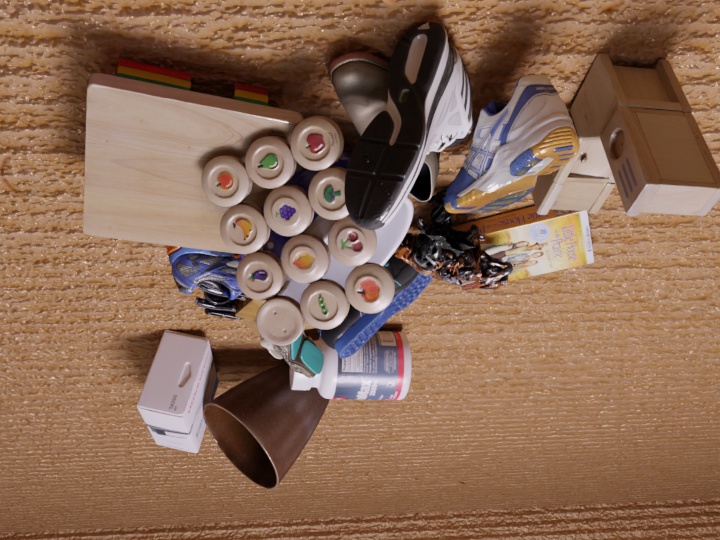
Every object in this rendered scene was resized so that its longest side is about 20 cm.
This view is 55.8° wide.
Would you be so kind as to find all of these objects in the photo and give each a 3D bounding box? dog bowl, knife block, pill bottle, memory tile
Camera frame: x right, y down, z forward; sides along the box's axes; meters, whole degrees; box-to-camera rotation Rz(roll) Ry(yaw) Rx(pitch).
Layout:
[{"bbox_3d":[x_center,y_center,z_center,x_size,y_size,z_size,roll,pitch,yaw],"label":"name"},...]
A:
[{"bbox_3d":[-0.037,-0.037,0.783,0.200,0.079,0.200,-37,160,-16],"label":"dog bowl"},{"bbox_3d":[-0.134,0.027,0.990,0.198,0.065,0.176,-8,150,7],"label":"knife block"},{"bbox_3d":[-0.020,0.163,1.180,0.198,0.121,0.120,3,149,-11],"label":"pill bottle"},{"bbox_3d":[-0.062,-0.035,0.669,0.152,0.202,0.017,-19,-171,13],"label":"memory tile"}]

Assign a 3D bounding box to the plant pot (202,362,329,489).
[{"bbox_3d":[-0.146,0.252,1.228,0.200,0.187,0.187,-39,169,-34],"label":"plant pot"}]

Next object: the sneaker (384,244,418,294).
[{"bbox_3d":[0.000,0.000,0.920,0.199,0.075,0.080,-25,130,-15],"label":"sneaker"}]

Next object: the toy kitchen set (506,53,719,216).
[{"bbox_3d":[0.226,-0.093,0.716,0.161,0.182,0.201,2,145,-8],"label":"toy kitchen set"}]

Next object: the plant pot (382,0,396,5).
[{"bbox_3d":[0.004,-0.279,0.386,0.140,0.201,0.200,-37,139,20],"label":"plant pot"}]

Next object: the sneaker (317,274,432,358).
[{"bbox_3d":[0.020,0.034,0.984,0.200,0.078,0.070,-41,156,-11],"label":"sneaker"}]

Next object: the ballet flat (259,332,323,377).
[{"bbox_3d":[-0.109,0.109,1.014,0.075,0.068,0.200,6,154,13],"label":"ballet flat"}]

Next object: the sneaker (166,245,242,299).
[{"bbox_3d":[-0.158,0.001,0.909,0.198,0.079,0.075,2,168,-22],"label":"sneaker"}]

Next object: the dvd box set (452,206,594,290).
[{"bbox_3d":[0.224,-0.033,0.965,0.198,0.030,0.146,-13,148,15],"label":"dvd box set"}]

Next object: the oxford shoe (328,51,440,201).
[{"bbox_3d":[0.035,-0.145,0.709,0.070,0.075,0.200,-19,146,27],"label":"oxford shoe"}]

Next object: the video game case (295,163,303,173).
[{"bbox_3d":[-0.139,-0.085,0.847,0.198,0.018,0.143,-2,149,-3],"label":"video game case"}]

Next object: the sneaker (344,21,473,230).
[{"bbox_3d":[0.062,-0.120,0.657,0.075,0.202,0.115,16,172,39],"label":"sneaker"}]

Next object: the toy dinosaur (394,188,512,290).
[{"bbox_3d":[0.101,-0.028,0.881,0.198,0.103,0.136,0,147,-12],"label":"toy dinosaur"}]

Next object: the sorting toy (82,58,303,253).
[{"bbox_3d":[-0.181,-0.116,0.717,0.198,0.070,0.199,7,139,-19],"label":"sorting toy"}]

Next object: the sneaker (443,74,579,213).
[{"bbox_3d":[0.145,-0.123,0.696,0.075,0.089,0.200,-7,166,-26],"label":"sneaker"}]

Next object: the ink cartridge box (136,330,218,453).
[{"bbox_3d":[-0.315,0.216,1.198,0.083,0.146,0.201,11,148,0],"label":"ink cartridge box"}]
